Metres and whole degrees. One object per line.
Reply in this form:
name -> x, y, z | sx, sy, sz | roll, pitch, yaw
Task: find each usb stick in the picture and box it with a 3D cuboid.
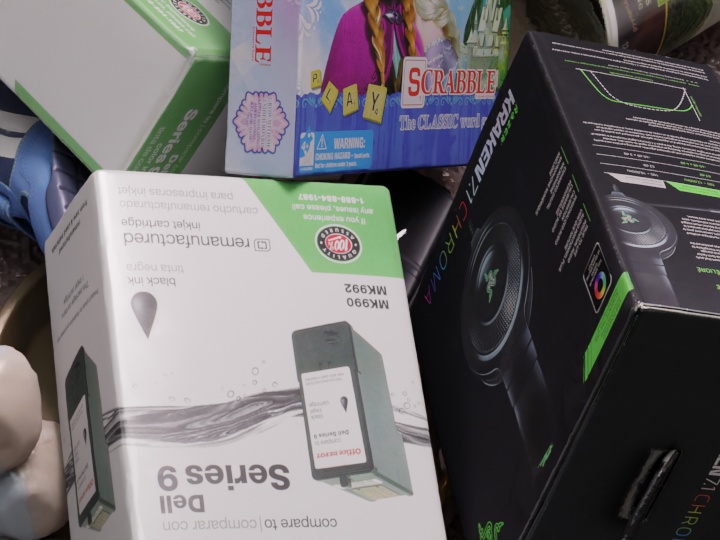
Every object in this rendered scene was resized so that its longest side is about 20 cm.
usb stick -> -0.010, 0.029, 0.956 | 0.055, 0.033, 0.200 | 23, 59, 7

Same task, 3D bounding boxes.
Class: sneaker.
sneaker -> -0.162, -0.047, 0.982 | 0.082, 0.074, 0.200 | -43, 42, 12

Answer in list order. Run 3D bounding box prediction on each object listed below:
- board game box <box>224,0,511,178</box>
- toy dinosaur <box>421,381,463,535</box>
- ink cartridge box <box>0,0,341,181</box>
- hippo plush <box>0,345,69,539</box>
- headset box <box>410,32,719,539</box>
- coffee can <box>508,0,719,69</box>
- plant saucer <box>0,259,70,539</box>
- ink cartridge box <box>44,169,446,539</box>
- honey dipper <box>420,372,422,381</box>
board game box -> 0.011, -0.147, 0.933 | 0.041, 0.200, 0.200 | 7, 9, 31
toy dinosaur -> 0.018, 0.147, 0.917 | 0.106, 0.060, 0.200 | 20, 67, 19
ink cartridge box -> -0.089, -0.117, 0.987 | 0.145, 0.088, 0.200 | 43, 25, 21
hippo plush -> -0.228, 0.075, 0.891 | 0.159, 0.200, 0.161 | 27, 21, -38
headset box -> 0.104, 0.031, 0.825 | 0.093, 0.174, 0.200 | 8, 38, -18
coffee can -> 0.157, -0.196, 1.098 | 0.200, 0.146, 0.146 | -33, 66, -25
plant saucer -> -0.088, 0.062, 0.964 | 0.200, 0.029, 0.200 | 4, 56, -6
ink cartridge box -> -0.050, 0.066, 0.848 | 0.146, 0.084, 0.200 | 2, 65, -26
honey dipper -> 0.000, 0.000, 1.015 | 0.038, 0.038, 0.200 | -30, 62, -24
